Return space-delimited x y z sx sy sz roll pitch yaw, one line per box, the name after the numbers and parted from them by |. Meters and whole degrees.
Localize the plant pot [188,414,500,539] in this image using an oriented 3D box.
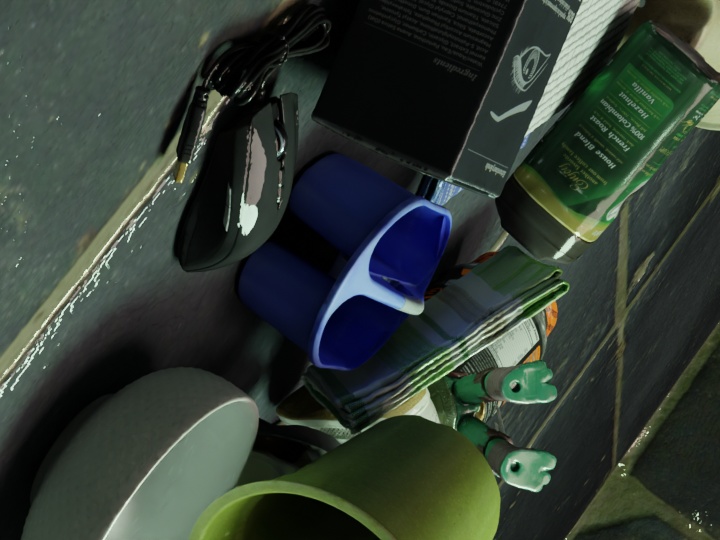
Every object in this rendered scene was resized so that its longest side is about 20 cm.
0.009 0.195 1.586 0.190 0.199 0.201 -39 158 -53 | plant pot

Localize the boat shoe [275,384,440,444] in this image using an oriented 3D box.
0.000 0.122 1.773 0.071 0.070 0.200 -39 -162 -22 | boat shoe

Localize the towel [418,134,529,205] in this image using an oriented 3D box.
0.118 -0.126 1.885 0.200 0.024 0.145 -36 155 -51 | towel

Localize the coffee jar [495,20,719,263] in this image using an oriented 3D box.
0.192 -0.097 1.767 0.200 0.085 0.104 -50 174 12 | coffee jar

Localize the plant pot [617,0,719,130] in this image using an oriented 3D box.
0.269 -0.220 1.895 0.183 0.200 0.201 -4 127 -56 | plant pot

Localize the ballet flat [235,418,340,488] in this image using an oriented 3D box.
-0.065 0.147 1.667 0.200 0.073 0.073 26 98 -49 | ballet flat

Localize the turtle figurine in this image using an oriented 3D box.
0.085 0.105 1.785 0.100 0.200 0.151 -22 107 -19 | turtle figurine

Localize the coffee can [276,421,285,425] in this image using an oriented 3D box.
-0.018 0.238 1.874 0.147 0.200 0.147 -50 164 -20 | coffee can

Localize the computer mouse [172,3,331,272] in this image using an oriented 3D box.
-0.074 -0.062 1.398 0.140 0.046 0.201 -34 153 -56 | computer mouse

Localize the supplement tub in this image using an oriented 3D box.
0.084 0.076 1.999 0.200 0.122 0.123 -43 160 -39 | supplement tub

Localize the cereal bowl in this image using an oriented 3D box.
-0.158 0.144 1.490 0.200 0.083 0.200 -50 163 -22 | cereal bowl

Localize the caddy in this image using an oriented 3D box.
0.000 0.000 1.629 0.142 0.105 0.200 -57 165 5 | caddy

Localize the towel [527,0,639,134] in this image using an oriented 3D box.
0.145 -0.195 1.725 0.200 0.085 0.166 -39 159 -50 | towel

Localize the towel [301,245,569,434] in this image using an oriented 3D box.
0.053 0.044 1.724 0.199 0.031 0.149 -34 -163 -7 | towel

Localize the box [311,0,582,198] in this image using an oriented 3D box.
0.068 -0.160 1.467 0.201 0.104 0.148 -66 164 3 | box
